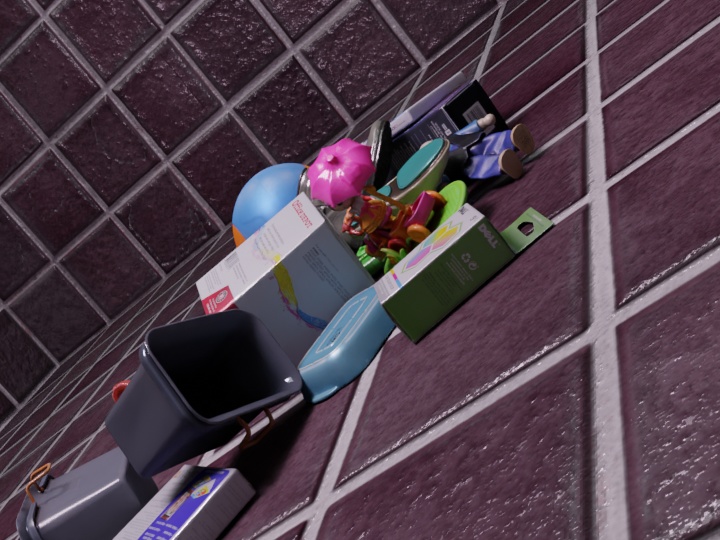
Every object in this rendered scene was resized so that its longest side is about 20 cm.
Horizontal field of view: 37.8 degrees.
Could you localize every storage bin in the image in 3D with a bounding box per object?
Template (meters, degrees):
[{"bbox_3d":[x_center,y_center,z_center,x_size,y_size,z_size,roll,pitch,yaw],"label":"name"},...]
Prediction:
[{"bbox_3d":[-0.177,0.151,1.179,0.135,0.146,0.199,-48,-17,27],"label":"storage bin"},{"bbox_3d":[-0.331,0.292,1.304,0.133,0.147,0.200,-31,11,-6],"label":"storage bin"}]

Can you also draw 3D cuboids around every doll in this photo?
[{"bbox_3d":[0.153,-0.163,1.454,0.199,0.048,0.138,3,60,54],"label":"doll"}]

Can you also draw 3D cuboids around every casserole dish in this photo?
[{"bbox_3d":[-0.011,0.078,1.262,0.121,0.039,0.201,-30,17,45],"label":"casserole dish"}]

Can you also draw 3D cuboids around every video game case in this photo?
[{"bbox_3d":[0.064,-0.236,1.688,0.181,0.023,0.200,-32,6,41],"label":"video game case"}]

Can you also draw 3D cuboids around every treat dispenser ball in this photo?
[{"bbox_3d":[-0.116,-0.078,1.763,0.200,0.202,0.201,-38,12,9],"label":"treat dispenser ball"}]

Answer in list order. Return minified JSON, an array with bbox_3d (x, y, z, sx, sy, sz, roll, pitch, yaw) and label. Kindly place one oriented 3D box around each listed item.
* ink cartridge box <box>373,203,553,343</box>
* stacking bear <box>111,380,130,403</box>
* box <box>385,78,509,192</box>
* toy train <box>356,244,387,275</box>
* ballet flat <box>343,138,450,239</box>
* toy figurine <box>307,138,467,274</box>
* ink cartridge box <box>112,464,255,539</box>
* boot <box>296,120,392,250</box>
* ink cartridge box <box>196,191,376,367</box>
[{"bbox_3d":[0.109,-0.017,1.160,0.199,0.059,0.104,-41,11,4],"label":"ink cartridge box"},{"bbox_3d":[-0.286,0.158,1.662,0.120,0.115,0.201,-25,19,23],"label":"stacking bear"},{"bbox_3d":[0.110,-0.184,1.627,0.199,0.105,0.148,-32,8,36],"label":"box"},{"bbox_3d":[0.000,0.000,1.512,0.199,0.042,0.057,-40,21,8],"label":"toy train"},{"bbox_3d":[0.062,-0.104,1.461,0.199,0.070,0.070,-37,12,25],"label":"ballet flat"},{"bbox_3d":[0.011,-0.089,1.362,0.200,0.183,0.152,-32,29,61],"label":"toy figurine"},{"bbox_3d":[-0.220,0.294,1.129,0.200,0.044,0.197,-44,11,-24],"label":"ink cartridge box"},{"bbox_3d":[-0.032,-0.134,1.557,0.068,0.129,0.203,7,-83,-73],"label":"boot"},{"bbox_3d":[-0.093,0.025,1.398,0.199,0.145,0.145,-40,24,2],"label":"ink cartridge box"}]
